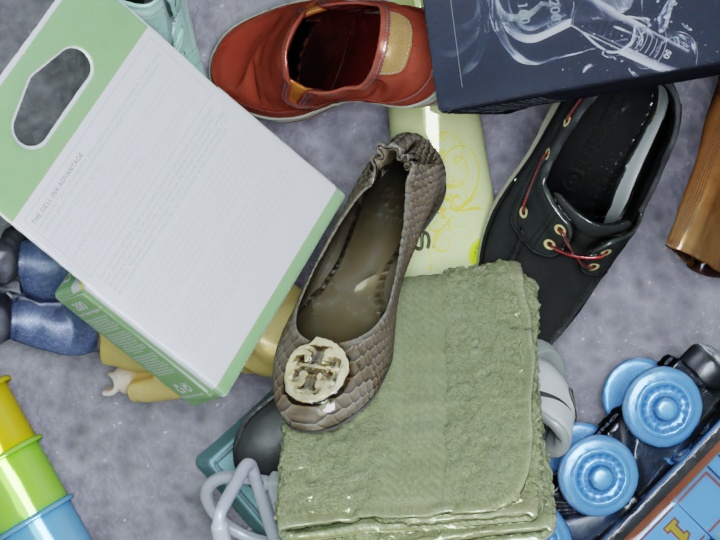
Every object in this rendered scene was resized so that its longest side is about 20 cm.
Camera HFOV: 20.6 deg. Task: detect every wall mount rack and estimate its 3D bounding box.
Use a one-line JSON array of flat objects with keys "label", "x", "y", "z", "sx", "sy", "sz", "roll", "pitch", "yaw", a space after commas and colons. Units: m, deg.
[{"label": "wall mount rack", "x": -0.005, "y": 0.186, "z": 1.114, "sx": 0.199, "sy": 0.174, "sz": 0.075, "roll": 8, "pitch": 45, "yaw": 22}]

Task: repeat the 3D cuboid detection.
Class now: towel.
[{"label": "towel", "x": 0.028, "y": 0.076, "z": 1.067, "sx": 0.147, "sy": 0.037, "sz": 0.201, "roll": -7, "pitch": 45, "yaw": 6}]

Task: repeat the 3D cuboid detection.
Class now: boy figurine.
[{"label": "boy figurine", "x": -0.115, "y": 0.018, "z": 1.157, "sx": 0.199, "sy": 0.064, "sz": 0.125, "roll": 7, "pitch": 107, "yaw": -1}]

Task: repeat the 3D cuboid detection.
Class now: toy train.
[{"label": "toy train", "x": 0.155, "y": 0.137, "z": 1.141, "sx": 0.114, "sy": 0.087, "sz": 0.200, "roll": 44, "pitch": 89, "yaw": -5}]

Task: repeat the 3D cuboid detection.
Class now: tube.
[{"label": "tube", "x": 0.048, "y": -0.063, "z": 1.176, "sx": 0.058, "sy": 0.052, "sz": 0.201, "roll": -4, "pitch": 93, "yaw": 33}]

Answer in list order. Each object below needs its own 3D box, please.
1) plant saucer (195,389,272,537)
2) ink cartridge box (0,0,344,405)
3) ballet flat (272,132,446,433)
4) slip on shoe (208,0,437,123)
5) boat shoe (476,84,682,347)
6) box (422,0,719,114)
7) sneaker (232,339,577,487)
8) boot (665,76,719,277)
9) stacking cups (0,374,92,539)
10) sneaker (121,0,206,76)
[{"label": "plant saucer", "x": -0.009, "y": 0.165, "z": 1.172, "sx": 0.070, "sy": 0.019, "sz": 0.200, "roll": -41, "pitch": 85, "yaw": -3}, {"label": "ink cartridge box", "x": -0.120, "y": -0.044, "z": 1.077, "sx": 0.200, "sy": 0.048, "sz": 0.146, "roll": 40, "pitch": 64, "yaw": -18}, {"label": "ballet flat", "x": 0.000, "y": 0.000, "z": 1.085, "sx": 0.067, "sy": 0.046, "sz": 0.201, "roll": 11, "pitch": 54, "yaw": 21}, {"label": "slip on shoe", "x": -0.026, "y": -0.123, "z": 1.123, "sx": 0.061, "sy": 0.199, "sz": 0.075, "roll": 13, "pitch": 86, "yaw": -40}, {"label": "boat shoe", "x": 0.120, "y": -0.034, "z": 1.130, "sx": 0.073, "sy": 0.063, "sz": 0.202, "roll": 19, "pitch": 111, "yaw": -12}, {"label": "box", "x": 0.126, "y": -0.192, "z": 1.018, "sx": 0.181, "sy": 0.104, "sz": 0.201, "roll": -8, "pitch": 90, "yaw": 24}, {"label": "sneaker", "x": 0.025, "y": 0.094, "z": 1.117, "sx": 0.199, "sy": 0.089, "sz": 0.074, "roll": -15, "pitch": 118, "yaw": 2}, {"label": "boot", "x": 0.206, "y": -0.106, "z": 1.116, "sx": 0.068, "sy": 0.188, "sz": 0.201, "roll": 22, "pitch": 84, "yaw": 19}, {"label": "stacking cups", "x": -0.182, "y": 0.162, "z": 1.160, "sx": 0.060, "sy": 0.061, "sz": 0.201, "roll": -30, "pitch": 91, "yaw": -2}, {"label": "sneaker", "x": -0.126, "y": -0.111, "z": 1.145, "sx": 0.073, "sy": 0.118, "sz": 0.201, "roll": -15, "pitch": 87, "yaw": -2}]
